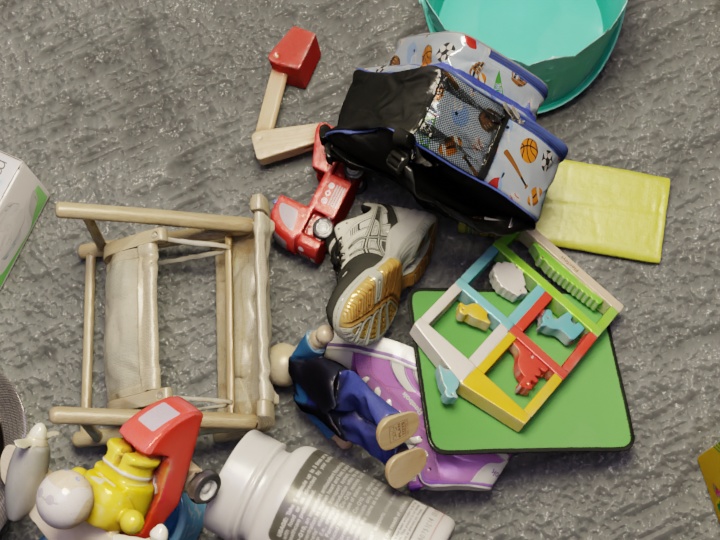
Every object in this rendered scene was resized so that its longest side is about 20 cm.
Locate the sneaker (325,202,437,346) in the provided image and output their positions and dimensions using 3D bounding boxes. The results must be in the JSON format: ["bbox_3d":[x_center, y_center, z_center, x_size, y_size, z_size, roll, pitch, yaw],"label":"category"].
[{"bbox_3d":[0.000,0.000,1.148,0.086,0.200,0.077,18,120,15],"label":"sneaker"}]

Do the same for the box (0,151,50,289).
[{"bbox_3d":[-0.426,-0.035,1.210,0.174,0.097,0.202,22,76,9],"label":"box"}]

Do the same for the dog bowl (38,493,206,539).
[{"bbox_3d":[-0.224,0.245,1.122,0.111,0.050,0.201,40,87,5],"label":"dog bowl"}]

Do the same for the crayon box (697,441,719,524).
[{"bbox_3d":[0.352,0.230,1.037,0.057,0.173,0.203,-14,72,-4],"label":"crayon box"}]

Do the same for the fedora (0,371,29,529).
[{"bbox_3d":[-0.372,0.175,1.147,0.175,0.090,0.203,22,83,12],"label":"fedora"}]

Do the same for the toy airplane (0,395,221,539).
[{"bbox_3d":[-0.216,0.207,1.008,0.197,0.141,0.202,-16,58,19],"label":"toy airplane"}]

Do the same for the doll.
[{"bbox_3d":[-0.022,0.110,1.119,0.048,0.138,0.199,-28,33,-26],"label":"doll"}]

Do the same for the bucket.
[{"bbox_3d":[0.157,-0.259,1.215,0.203,0.135,0.211,-1,73,4],"label":"bucket"}]

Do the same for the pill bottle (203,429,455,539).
[{"bbox_3d":[-0.028,0.224,1.097,0.198,0.114,0.115,26,77,11],"label":"pill bottle"}]

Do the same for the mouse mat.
[{"bbox_3d":[0.143,0.088,1.136,0.197,0.008,0.163,2,60,-16],"label":"mouse mat"}]

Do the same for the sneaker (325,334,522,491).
[{"bbox_3d":[0.042,0.133,1.142,0.198,0.073,0.116,24,79,10],"label":"sneaker"}]

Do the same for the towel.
[{"bbox_3d":[0.195,-0.063,1.218,0.197,0.018,0.088,10,79,6],"label":"towel"}]

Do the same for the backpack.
[{"bbox_3d":[0.086,-0.118,1.134,0.189,0.200,0.155,34,86,-25],"label":"backpack"}]

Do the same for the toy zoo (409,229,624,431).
[{"bbox_3d":[0.134,0.054,1.137,0.131,0.021,0.200,41,58,9],"label":"toy zoo"}]

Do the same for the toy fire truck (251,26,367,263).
[{"bbox_3d":[-0.054,-0.122,1.234,0.139,0.049,0.202,25,78,11],"label":"toy fire truck"}]

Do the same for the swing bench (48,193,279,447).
[{"bbox_3d":[-0.173,0.049,1.155,0.196,0.130,0.202,-1,73,-2],"label":"swing bench"}]
